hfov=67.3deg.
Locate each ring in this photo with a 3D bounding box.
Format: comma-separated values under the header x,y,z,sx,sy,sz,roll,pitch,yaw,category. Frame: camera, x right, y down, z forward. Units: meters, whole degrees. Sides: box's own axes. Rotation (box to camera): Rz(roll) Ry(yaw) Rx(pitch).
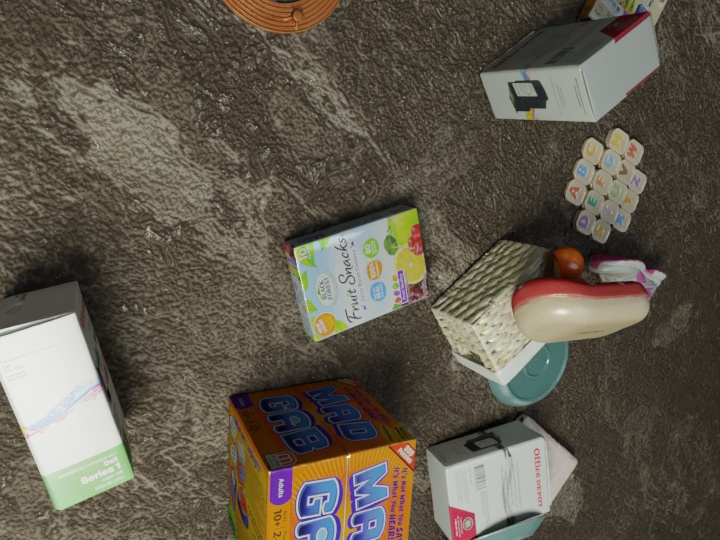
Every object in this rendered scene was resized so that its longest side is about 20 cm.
x,y,z,sx,sy,sz,roll,pitch,yaw,category
-0.099,-0.400,0.664,0.198,0.019,0.203,-7,105,-26,ring

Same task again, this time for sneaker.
x,y,z,sx,sy,sz,roll,pitch,yaw,category
0.512,0.024,1.049,0.198,0.081,0.089,17,93,-29,sneaker

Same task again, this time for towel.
x,y,z,sx,sy,sz,roll,pitch,yaw,category
0.326,0.408,1.075,0.200,0.032,0.192,40,84,-28,towel

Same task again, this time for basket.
x,y,z,sx,sy,sz,roll,pitch,yaw,category
0.232,0.059,0.882,0.200,0.135,0.124,-42,115,-13,basket

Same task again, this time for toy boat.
x,y,z,sx,sy,sz,roll,pitch,yaw,category
0.311,0.028,0.793,0.197,0.131,0.132,-1,67,-25,toy boat

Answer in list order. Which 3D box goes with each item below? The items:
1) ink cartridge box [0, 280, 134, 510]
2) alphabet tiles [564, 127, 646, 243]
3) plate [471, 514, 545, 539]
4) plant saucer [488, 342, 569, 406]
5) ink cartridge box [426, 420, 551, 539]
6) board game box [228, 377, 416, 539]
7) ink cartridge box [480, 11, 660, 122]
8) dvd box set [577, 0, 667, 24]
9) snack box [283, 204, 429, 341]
x,y,z,sx,sy,sz,roll,pitch,yaw,category
-0.327,0.129,0.603,0.083,0.144,0.203,-18,110,-23,ink cartridge box
0.467,-0.157,1.019,0.194,0.015,0.202,21,93,-29,alphabet tiles
0.249,0.492,0.987,0.197,0.026,0.201,-14,149,-9,plate
0.325,0.167,1.018,0.198,0.027,0.203,-7,105,-27,plant saucer
0.229,0.372,0.964,0.197,0.083,0.147,-10,100,-17,ink cartridge box
-0.063,0.293,0.748,0.197,0.200,0.203,-3,104,-26,board game box
0.299,-0.293,0.793,0.145,0.200,0.083,-39,119,-13,ink cartridge box
0.466,-0.480,0.929,0.145,0.029,0.202,26,91,-29,dvd box set
0.000,0.000,0.793,0.198,0.053,0.144,-19,109,-22,snack box
